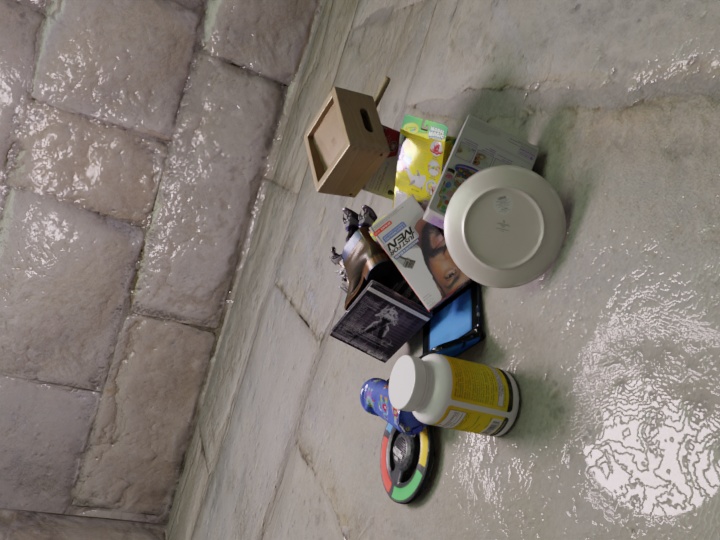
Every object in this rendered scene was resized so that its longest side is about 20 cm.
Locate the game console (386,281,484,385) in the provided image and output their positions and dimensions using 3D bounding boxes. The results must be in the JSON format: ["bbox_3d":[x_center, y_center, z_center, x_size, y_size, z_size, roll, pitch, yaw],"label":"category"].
[{"bbox_3d":[0.140,0.124,1.187,0.200,0.169,0.120,-46,62,49],"label":"game console"}]

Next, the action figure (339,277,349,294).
[{"bbox_3d":[0.026,0.011,1.494,0.202,0.129,0.069,-65,7,-17],"label":"action figure"}]

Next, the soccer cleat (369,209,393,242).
[{"bbox_3d":[0.068,-0.105,1.353,0.083,0.065,0.201,38,87,35],"label":"soccer cleat"}]

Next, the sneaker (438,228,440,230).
[{"bbox_3d":[0.147,-0.108,1.320,0.069,0.077,0.203,19,88,40],"label":"sneaker"}]

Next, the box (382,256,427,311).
[{"bbox_3d":[0.078,0.056,1.323,0.079,0.141,0.200,-42,-7,-47],"label":"box"}]

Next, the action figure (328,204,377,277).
[{"bbox_3d":[-0.017,-0.063,1.449,0.129,0.069,0.202,-17,46,32],"label":"action figure"}]

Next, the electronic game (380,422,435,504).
[{"bbox_3d":[0.092,0.366,1.232,0.200,0.041,0.203,-46,36,49],"label":"electronic game"}]

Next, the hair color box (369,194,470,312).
[{"bbox_3d":[0.119,-0.033,1.197,0.110,0.201,0.064,-37,-10,3],"label":"hair color box"}]

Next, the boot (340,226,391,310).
[{"bbox_3d":[0.000,0.000,1.271,0.098,0.074,0.201,63,146,25],"label":"boot"}]

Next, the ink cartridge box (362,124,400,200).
[{"bbox_3d":[0.102,-0.231,1.387,0.083,0.197,0.149,44,116,61],"label":"ink cartridge box"}]

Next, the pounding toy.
[{"bbox_3d":[-0.015,-0.295,1.307,0.184,0.140,0.203,-46,49,46],"label":"pounding toy"}]

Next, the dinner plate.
[{"bbox_3d":[0.235,-0.070,0.995,0.024,0.197,0.203,-28,-41,-76],"label":"dinner plate"}]

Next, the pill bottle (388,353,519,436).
[{"bbox_3d":[0.151,0.200,0.994,0.113,0.197,0.114,-46,35,47],"label":"pill bottle"}]

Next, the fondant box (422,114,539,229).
[{"bbox_3d":[0.214,-0.154,1.076,0.058,0.142,0.202,116,179,-73],"label":"fondant box"}]

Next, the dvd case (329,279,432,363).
[{"bbox_3d":[0.040,0.113,1.288,0.200,0.147,0.016,-51,17,42],"label":"dvd case"}]

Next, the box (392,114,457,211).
[{"bbox_3d":[0.128,-0.206,1.227,0.116,0.048,0.203,26,126,35],"label":"box"}]

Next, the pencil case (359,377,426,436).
[{"bbox_3d":[0.069,0.273,1.221,0.199,0.077,0.089,-178,83,-67],"label":"pencil case"}]

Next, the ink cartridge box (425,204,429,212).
[{"bbox_3d":[0.209,-0.172,1.162,0.093,0.044,0.202,15,66,35],"label":"ink cartridge box"}]
